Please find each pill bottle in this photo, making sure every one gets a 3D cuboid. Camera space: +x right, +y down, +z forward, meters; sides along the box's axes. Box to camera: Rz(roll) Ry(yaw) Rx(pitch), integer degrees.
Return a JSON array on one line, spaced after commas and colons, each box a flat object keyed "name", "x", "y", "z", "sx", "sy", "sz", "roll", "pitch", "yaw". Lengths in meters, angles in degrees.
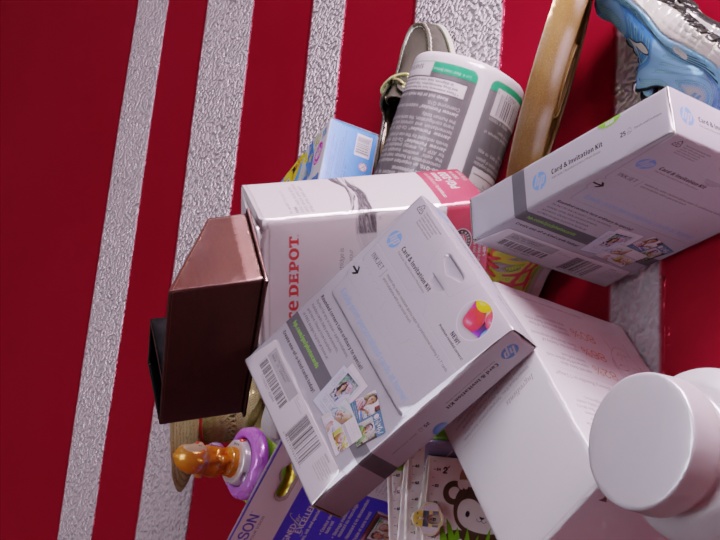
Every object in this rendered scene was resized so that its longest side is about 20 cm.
[{"name": "pill bottle", "x": 0.241, "y": 0.124, "z": 0.823, "sx": 0.112, "sy": 0.199, "sz": 0.113, "roll": -27, "pitch": 55, "yaw": 46}, {"name": "pill bottle", "x": 0.072, "y": -0.093, "z": 1.217, "sx": 0.113, "sy": 0.113, "sz": 0.202, "roll": 11, "pitch": 79, "yaw": 55}]

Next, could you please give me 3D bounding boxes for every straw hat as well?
[{"name": "straw hat", "x": -0.136, "y": 0.131, "z": 1.316, "sx": 0.201, "sy": 0.084, "sz": 0.203, "roll": 2, "pitch": -90, "yaw": -88}]

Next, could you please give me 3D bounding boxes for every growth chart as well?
[{"name": "growth chart", "x": 0.084, "y": 0.207, "z": 1.058, "sx": 0.018, "sy": 0.143, "sz": 0.202, "roll": 103, "pitch": 161, "yaw": -77}]

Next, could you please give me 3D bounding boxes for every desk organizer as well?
[{"name": "desk organizer", "x": -0.129, "y": 0.044, "z": 1.060, "sx": 0.201, "sy": 0.076, "sz": 0.072, "roll": 105, "pitch": 153, "yaw": -51}]

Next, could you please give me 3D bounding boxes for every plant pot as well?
[{"name": "plant pot", "x": 0.166, "y": -0.164, "z": 1.111, "sx": 0.200, "sy": 0.027, "sz": 0.202, "roll": 17, "pitch": -90, "yaw": -81}]

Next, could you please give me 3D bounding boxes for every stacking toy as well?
[{"name": "stacking toy", "x": -0.094, "y": 0.193, "z": 1.261, "sx": 0.116, "sy": 0.199, "sz": 0.111, "roll": 9, "pitch": 83, "yaw": 57}]

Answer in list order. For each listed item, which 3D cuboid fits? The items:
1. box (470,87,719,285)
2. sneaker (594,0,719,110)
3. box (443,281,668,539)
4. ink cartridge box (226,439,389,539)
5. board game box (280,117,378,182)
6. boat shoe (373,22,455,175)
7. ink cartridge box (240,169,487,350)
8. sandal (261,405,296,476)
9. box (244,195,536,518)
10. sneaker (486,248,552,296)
[{"name": "box", "x": 0.205, "y": -0.055, "z": 0.977, "sx": 0.199, "sy": 0.155, "sz": 0.042, "roll": -29, "pitch": 55, "yaw": 46}, {"name": "sneaker", "x": 0.241, "y": -0.180, "z": 1.065, "sx": 0.200, "sy": 0.078, "sz": 0.091, "roll": -119, "pitch": 44, "yaw": -54}, {"name": "box", "x": 0.159, "y": 0.127, "z": 0.978, "sx": 0.107, "sy": 0.151, "sz": 0.201, "roll": -52, "pitch": 39, "yaw": 25}, {"name": "ink cartridge box", "x": -0.002, "y": 0.184, "z": 1.133, "sx": 0.199, "sy": 0.199, "sz": 0.043, "roll": -61, "pitch": 30, "yaw": 18}, {"name": "board game box", "x": -0.058, "y": -0.023, "z": 1.344, "sx": 0.196, "sy": 0.055, "sz": 0.202, "roll": 137, "pitch": 148, "yaw": -58}, {"name": "boat shoe", "x": 0.053, "y": -0.168, "z": 1.334, "sx": 0.072, "sy": 0.060, "sz": 0.204, "roll": -14, "pitch": 64, "yaw": 52}, {"name": "ink cartridge box", "x": 0.000, "y": 0.000, "z": 1.097, "sx": 0.085, "sy": 0.198, "sz": 0.147, "roll": -125, "pitch": 33, "yaw": -59}, {"name": "sandal", "x": -0.054, "y": 0.131, "z": 1.154, "sx": 0.050, "sy": 0.203, "sz": 0.083, "roll": 28, "pitch": 73, "yaw": 20}, {"name": "box", "x": 0.016, "y": 0.063, "z": 0.985, "sx": 0.200, "sy": 0.041, "sz": 0.156, "roll": -44, "pitch": 47, "yaw": 13}, {"name": "sneaker", "x": 0.127, "y": -0.020, "z": 1.139, "sx": 0.200, "sy": 0.090, "sz": 0.079, "roll": -51, "pitch": 42, "yaw": 34}]
